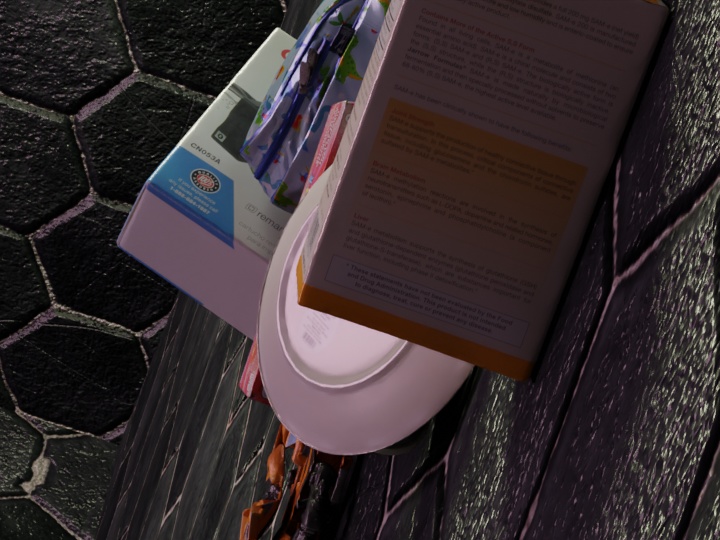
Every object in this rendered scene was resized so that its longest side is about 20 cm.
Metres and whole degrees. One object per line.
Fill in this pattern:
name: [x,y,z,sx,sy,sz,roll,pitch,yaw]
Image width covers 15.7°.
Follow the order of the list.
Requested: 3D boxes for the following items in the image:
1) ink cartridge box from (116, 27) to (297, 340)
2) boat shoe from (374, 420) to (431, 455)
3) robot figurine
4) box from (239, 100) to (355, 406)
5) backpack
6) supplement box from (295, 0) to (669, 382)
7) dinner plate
ink cartridge box: [-0.059,-0.060,1.894,0.200,0.145,0.084,-54,-4,-41]
boat shoe: [0.021,0.008,1.535,0.062,0.072,0.201,115,162,-61]
robot figurine: [-0.036,0.129,1.790,0.145,0.058,0.201,133,155,-79]
box: [0.000,0.000,1.677,0.095,0.099,0.201,-163,91,-83]
backpack: [0.005,-0.123,1.792,0.163,0.153,0.201,-78,1,-76]
supplement box: [0.057,-0.063,1.297,0.074,0.126,0.201,-96,26,-77]
dinner plate: [0.005,0.007,1.502,0.200,0.024,0.201,-23,57,40]
